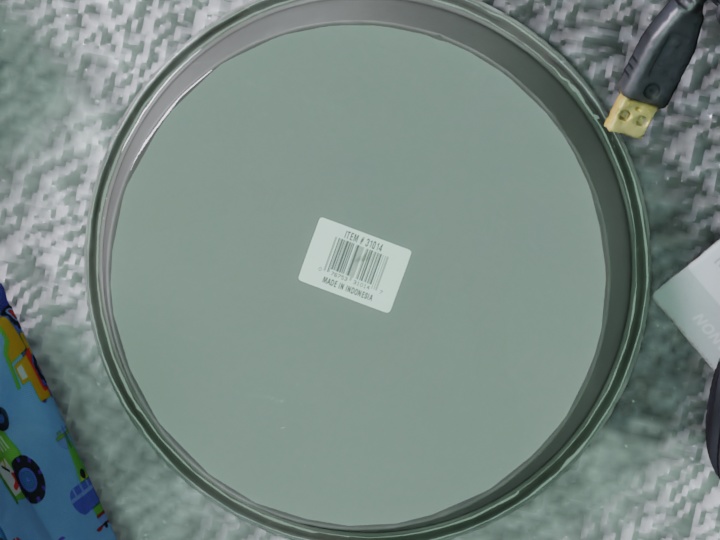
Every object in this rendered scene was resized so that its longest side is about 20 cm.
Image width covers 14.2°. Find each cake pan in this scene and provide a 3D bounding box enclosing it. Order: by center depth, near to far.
[{"bbox_3d":[0.000,0.000,0.994,0.199,0.037,0.201,1,95,6],"label":"cake pan"}]

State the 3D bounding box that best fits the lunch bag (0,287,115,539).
[{"bbox_3d":[-0.192,0.116,1.003,0.199,0.094,0.151,-22,95,19],"label":"lunch bag"}]

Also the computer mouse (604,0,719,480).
[{"bbox_3d":[0.135,-0.006,0.947,0.140,0.046,0.201,27,119,11],"label":"computer mouse"}]

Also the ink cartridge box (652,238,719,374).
[{"bbox_3d":[0.227,0.027,0.973,0.200,0.044,0.173,49,121,-1],"label":"ink cartridge box"}]
